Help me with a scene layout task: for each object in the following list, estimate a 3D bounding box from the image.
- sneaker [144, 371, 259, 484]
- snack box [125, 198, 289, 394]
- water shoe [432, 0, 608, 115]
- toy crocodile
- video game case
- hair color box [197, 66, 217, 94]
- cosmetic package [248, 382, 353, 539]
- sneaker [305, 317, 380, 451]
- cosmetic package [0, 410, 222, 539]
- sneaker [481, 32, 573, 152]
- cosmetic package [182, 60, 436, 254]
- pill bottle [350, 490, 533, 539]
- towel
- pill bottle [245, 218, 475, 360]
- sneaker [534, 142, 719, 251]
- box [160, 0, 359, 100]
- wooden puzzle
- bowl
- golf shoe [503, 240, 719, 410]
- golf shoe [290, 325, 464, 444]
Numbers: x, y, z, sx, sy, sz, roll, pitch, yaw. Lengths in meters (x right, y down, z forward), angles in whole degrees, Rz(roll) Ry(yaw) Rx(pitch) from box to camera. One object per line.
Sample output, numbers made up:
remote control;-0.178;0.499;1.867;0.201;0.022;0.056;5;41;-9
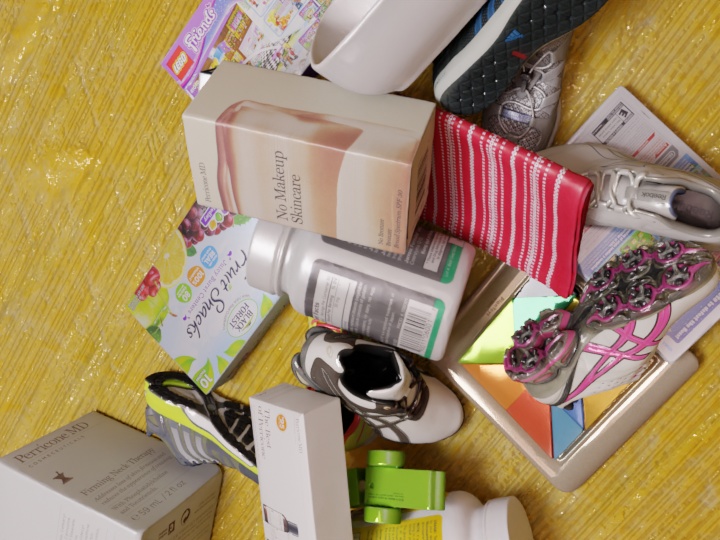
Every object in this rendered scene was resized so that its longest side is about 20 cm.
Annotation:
sneaker;-0.168;0.192;0.891;0.197;0.074;0.082;28;117;22
snack box;-0.153;0.013;0.857;0.142;0.053;0.201;42;111;9
water shoe;0.122;-0.212;0.614;0.199;0.071;0.080;-39;51;37
toy crocodile;0.000;0.218;0.780;0.197;0.061;0.069;-12;70;32
video game case;0.251;-0.041;0.688;0.143;0.018;0.200;-46;78;11
hair color box;-0.060;-0.131;0.764;0.195;0.061;0.102;12;111;7
cosmetic package;-0.053;0.215;0.725;0.081;0.050;0.205;4;104;43
sneaker;-0.022;0.091;0.797;0.077;0.090;0.205;-10;93;24
cosmetic package;-0.294;0.296;0.898;0.196;0.167;0.170;18;106;17
sneaker;0.145;-0.181;0.689;0.073;0.082;0.205;14;104;19
cosmetic package;-0.041;-0.098;0.668;0.196;0.088;0.105;13;138;13
pill bottle;0.069;0.286;0.779;0.197;0.112;0.115;-18;92;24
towel;0.109;-0.065;0.689;0.198;0.022;0.146;31;151;27
pill bottle;0.000;0.000;0.730;0.196;0.113;0.115;19;105;7
sneaker;0.223;-0.066;0.642;0.196;0.087;0.076;11;95;17
box;-0.102;-0.242;0.802;0.137;0.039;0.200;47;112;8
wooden puzzle;0.184;0.086;0.741;0.200;0.037;0.186;42;111;11
bowl;0.048;-0.235;0.642;0.074;0.201;0.200;37;112;-19
golf shoe;0.220;0.050;0.662;0.091;0.073;0.199;36;127;-22
golf shoe;0.031;0.118;0.735;0.094;0.197;0.079;-6;62;61
